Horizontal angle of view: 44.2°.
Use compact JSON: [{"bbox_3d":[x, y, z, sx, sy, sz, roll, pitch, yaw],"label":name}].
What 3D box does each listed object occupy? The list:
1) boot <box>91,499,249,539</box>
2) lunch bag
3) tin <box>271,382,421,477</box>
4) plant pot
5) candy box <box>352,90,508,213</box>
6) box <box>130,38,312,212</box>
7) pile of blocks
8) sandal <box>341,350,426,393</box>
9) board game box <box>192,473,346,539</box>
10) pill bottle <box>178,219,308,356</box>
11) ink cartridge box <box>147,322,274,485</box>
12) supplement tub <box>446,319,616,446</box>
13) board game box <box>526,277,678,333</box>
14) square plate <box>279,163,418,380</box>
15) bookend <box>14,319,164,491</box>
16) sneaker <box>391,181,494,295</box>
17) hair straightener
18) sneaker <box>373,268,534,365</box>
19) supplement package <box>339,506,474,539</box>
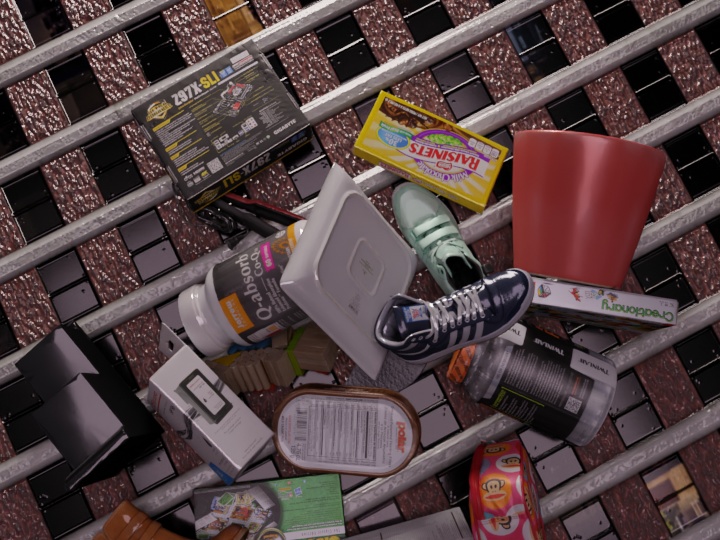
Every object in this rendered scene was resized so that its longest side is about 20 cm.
[{"bbox_3d":[-0.249,0.349,1.126,0.200,0.074,0.155,-44,79,8],"label":"boot"},{"bbox_3d":[0.191,0.315,1.098,0.081,0.176,0.203,-11,101,14],"label":"lunch bag"},{"bbox_3d":[-0.020,0.209,1.152,0.196,0.042,0.114,3,95,7],"label":"tin"},{"bbox_3d":[0.283,-0.074,1.151,0.197,0.200,0.181,10,91,1],"label":"plant pot"},{"bbox_3d":[0.097,-0.165,1.223,0.197,0.026,0.103,25,70,3],"label":"candy box"},{"bbox_3d":[-0.187,-0.199,1.207,0.198,0.049,0.161,-33,72,-9],"label":"box"},{"bbox_3d":[-0.116,0.125,1.187,0.197,0.083,0.063,-13,126,7],"label":"pile of blocks"},{"bbox_3d":[0.014,0.152,1.187,0.076,0.043,0.200,45,95,6],"label":"sandal"},{"bbox_3d":[-0.119,0.329,1.169,0.196,0.023,0.107,-6,82,-1],"label":"board game box"},{"bbox_3d":[-0.129,0.027,1.150,0.198,0.116,0.118,-27,83,10],"label":"pill bottle"},{"bbox_3d":[-0.210,0.173,1.136,0.200,0.116,0.068,44,63,5],"label":"ink cartridge box"},{"bbox_3d":[0.219,0.135,1.148,0.197,0.123,0.124,24,83,2],"label":"supplement tub"},{"bbox_3d":[0.295,0.046,1.158,0.196,0.126,0.035,9,82,1],"label":"board game box"},{"bbox_3d":[0.000,0.000,1.116,0.200,0.028,0.200,47,49,-32],"label":"square plate"},{"bbox_3d":[-0.358,0.159,1.102,0.092,0.200,0.199,-41,85,-6],"label":"bookend"},{"bbox_3d":[0.109,-0.041,1.172,0.073,0.118,0.202,-32,83,-3],"label":"sneaker"},{"bbox_3d":[-0.172,-0.071,1.204,0.197,0.041,0.078,24,66,3],"label":"hair straightener"},{"bbox_3d":[0.108,0.049,1.066,0.198,0.108,0.071,-30,59,22],"label":"sneaker"},{"bbox_3d":[0.052,0.391,1.108,0.197,0.114,0.111,-15,97,-1],"label":"supplement package"}]
